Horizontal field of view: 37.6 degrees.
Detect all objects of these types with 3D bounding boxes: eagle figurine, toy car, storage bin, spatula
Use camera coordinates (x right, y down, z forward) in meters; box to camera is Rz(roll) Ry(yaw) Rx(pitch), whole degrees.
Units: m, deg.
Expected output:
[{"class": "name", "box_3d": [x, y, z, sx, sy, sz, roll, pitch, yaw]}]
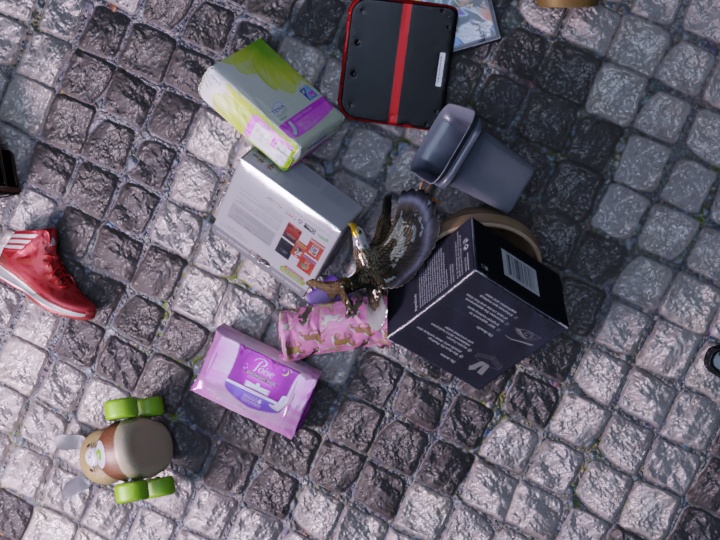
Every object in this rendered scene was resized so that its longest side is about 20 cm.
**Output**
[{"class": "eagle figurine", "box_3d": [0.030, -0.027, 1.621, 0.200, 0.152, 0.151, -40, 61, -22]}, {"class": "toy car", "box_3d": [-0.430, 0.311, 1.774, 0.198, 0.158, 0.166, -14, 79, 20]}, {"class": "storage bin", "box_3d": [0.172, -0.157, 1.636, 0.134, 0.200, 0.146, 30, 96, -14]}, {"class": "spatula", "box_3d": [0.000, 0.000, 1.754, 0.200, 0.021, 0.057, -41, 94, 7]}]

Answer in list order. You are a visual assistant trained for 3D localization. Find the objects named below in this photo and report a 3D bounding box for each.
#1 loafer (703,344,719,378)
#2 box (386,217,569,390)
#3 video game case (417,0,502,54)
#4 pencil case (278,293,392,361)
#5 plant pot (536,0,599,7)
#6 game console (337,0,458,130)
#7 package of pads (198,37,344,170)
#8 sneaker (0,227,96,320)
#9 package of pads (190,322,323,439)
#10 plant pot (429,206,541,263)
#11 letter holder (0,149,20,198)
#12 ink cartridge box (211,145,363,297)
[{"class": "loafer", "box_3d": [0.641, 0.162, 1.655, 0.199, 0.070, 0.069, 17, 95, 6]}, {"class": "box", "box_3d": [0.174, 0.055, 1.612, 0.196, 0.118, 0.200, 31, 128, -27]}, {"class": "video game case", "box_3d": [0.118, -0.447, 1.710, 0.179, 0.025, 0.202, -14, 92, 8]}, {"class": "pencil case", "box_3d": [-0.038, 0.094, 1.722, 0.198, 0.083, 0.087, -8, 65, -1]}, {"class": "plant pot", "box_3d": [0.319, -0.507, 1.617, 0.184, 0.187, 0.202, 1, 106, 7]}, {"class": "game console", "box_3d": [0.058, -0.334, 1.703, 0.175, 0.031, 0.202, 6, 106, -4]}, {"class": "package of pads", "box_3d": [-0.144, -0.265, 1.689, 0.200, 0.154, 0.068, 42, 132, 4]}, {"class": "sneaker", "box_3d": [-0.522, -0.003, 1.795, 0.199, 0.078, 0.116, 27, 98, 4]}, {"class": "package of pads", "box_3d": [-0.171, 0.182, 1.760, 0.198, 0.076, 0.121, 25, 97, 5]}, {"class": "plant pot", "box_3d": [0.183, -0.034, 1.671, 0.198, 0.093, 0.202, 0, 138, 0]}, {"class": "letter holder", "box_3d": [-0.702, -0.183, 1.797, 0.198, 0.101, 0.144, -11, 90, 8]}, {"class": "ink cartridge box", "box_3d": [-0.123, -0.084, 1.719, 0.199, 0.084, 0.176, 36, 133, 4]}]
